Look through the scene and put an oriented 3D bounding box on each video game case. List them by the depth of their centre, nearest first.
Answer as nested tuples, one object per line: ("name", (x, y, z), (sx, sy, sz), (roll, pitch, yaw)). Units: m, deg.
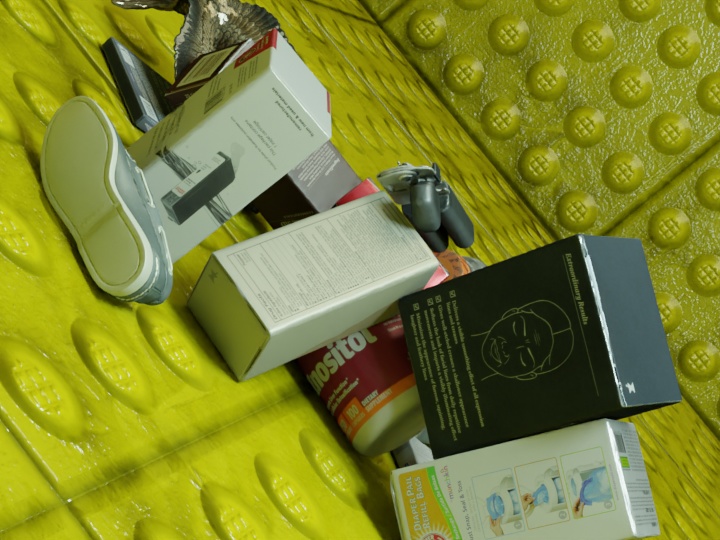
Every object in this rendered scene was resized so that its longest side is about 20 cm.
("video game case", (-0.187, -0.153, 1.789), (0.200, 0.019, 0.143), (38, 17, -44))

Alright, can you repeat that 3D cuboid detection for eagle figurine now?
("eagle figurine", (-0.158, -0.244, 1.832), (0.200, 0.152, 0.151), (55, -7, 41))

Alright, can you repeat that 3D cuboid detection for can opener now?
("can opener", (0.063, -0.052, 1.557), (0.200, 0.053, 0.067), (42, 42, -69))

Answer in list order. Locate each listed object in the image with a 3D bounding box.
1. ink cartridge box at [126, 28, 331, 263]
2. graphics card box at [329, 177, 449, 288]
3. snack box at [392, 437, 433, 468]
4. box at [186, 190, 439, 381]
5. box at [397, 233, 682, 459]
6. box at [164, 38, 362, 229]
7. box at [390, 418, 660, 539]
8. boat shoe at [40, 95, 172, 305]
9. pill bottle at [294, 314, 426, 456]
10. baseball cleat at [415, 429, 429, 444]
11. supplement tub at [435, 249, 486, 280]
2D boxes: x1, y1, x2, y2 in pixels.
("ink cartridge box", (-0.126, -0.103, 1.450), (0.084, 0.200, 0.144), (50, 12, -17))
("graphics card box", (0.000, 0.000, 1.668), (0.126, 0.051, 0.200), (50, -25, 1))
("snack box", (0.106, 0.233, 1.664), (0.200, 0.024, 0.072), (40, 16, -37))
("box", (-0.040, 0.011, 1.457), (0.200, 0.078, 0.095), (-20, 66, -37))
("box", (0.152, 0.068, 1.447), (0.107, 0.200, 0.149), (2, 73, -51))
("box", (-0.100, -0.135, 1.735), (0.200, 0.075, 0.100), (50, -30, -22))
("box", (0.142, 0.200, 1.444), (0.112, 0.200, 0.102), (20, 57, -68))
("boat shoe", (-0.202, -0.054, 1.351), (0.062, 0.073, 0.200), (37, 23, -55))
("pill bottle", (-0.008, 0.064, 1.563), (0.200, 0.113, 0.113), (54, 13, 19))
("baseball cleat", (0.105, 0.140, 1.734), (0.200, 0.070, 0.106), (16, 20, -20))
("supplement tub", (0.140, 0.063, 2.042), (0.200, 0.122, 0.123), (38, 17, -40))
